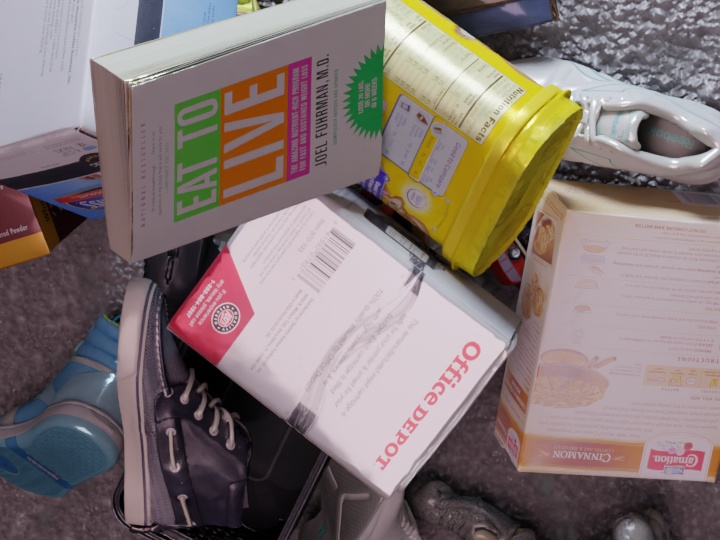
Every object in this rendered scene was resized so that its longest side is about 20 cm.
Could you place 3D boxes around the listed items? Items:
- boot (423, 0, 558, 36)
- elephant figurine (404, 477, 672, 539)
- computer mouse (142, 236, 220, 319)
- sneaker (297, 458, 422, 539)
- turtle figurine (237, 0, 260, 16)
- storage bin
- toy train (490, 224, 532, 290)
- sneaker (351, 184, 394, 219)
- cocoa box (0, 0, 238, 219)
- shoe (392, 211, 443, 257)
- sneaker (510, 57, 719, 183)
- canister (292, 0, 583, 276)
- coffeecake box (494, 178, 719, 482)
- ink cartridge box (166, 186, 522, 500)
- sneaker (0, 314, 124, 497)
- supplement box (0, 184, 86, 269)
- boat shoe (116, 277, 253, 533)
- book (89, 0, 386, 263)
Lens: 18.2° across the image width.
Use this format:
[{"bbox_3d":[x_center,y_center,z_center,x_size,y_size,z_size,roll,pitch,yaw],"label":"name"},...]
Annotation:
[{"bbox_3d":[0.044,-0.199,1.594,0.200,0.075,0.097,-15,101,15],"label":"boot"},{"bbox_3d":[0.137,0.247,1.704,0.200,0.155,0.142,-7,142,25],"label":"elephant figurine"},{"bbox_3d":[-0.135,-0.047,1.705,0.059,0.034,0.200,9,109,10],"label":"computer mouse"},{"bbox_3d":[0.009,0.186,1.694,0.080,0.070,0.200,-5,154,-17],"label":"sneaker"},{"bbox_3d":[-0.089,-0.182,1.593,0.064,0.200,0.161,4,87,-19],"label":"turtle figurine"},{"bbox_3d":[-0.088,0.121,1.717,0.135,0.094,0.200,27,112,3],"label":"storage bin"},{"bbox_3d":[0.115,-0.009,1.648,0.046,0.034,0.200,-36,104,-10],"label":"toy train"},{"bbox_3d":[-0.001,0.000,1.627,0.201,0.067,0.108,58,136,19],"label":"sneaker"},{"bbox_3d":[-0.172,-0.153,1.505,0.133,0.131,0.200,-11,67,39],"label":"cocoa box"},{"bbox_3d":[0.037,-0.024,1.670,0.070,0.053,0.200,9,108,42],"label":"shoe"},{"bbox_3d":[0.167,-0.108,1.580,0.200,0.080,0.070,11,94,8],"label":"sneaker"},{"bbox_3d":[0.036,-0.110,1.549,0.200,0.087,0.149,37,137,12],"label":"canister"},{"bbox_3d":[0.192,0.045,1.613,0.153,0.073,0.200,4,109,-14],"label":"coffeecake box"},{"bbox_3d":[-0.008,0.038,1.564,0.200,0.083,0.145,38,103,2],"label":"ink cartridge box"},{"bbox_3d":[-0.219,0.101,1.754,0.080,0.131,0.200,41,149,-22],"label":"sneaker"},{"bbox_3d":[-0.282,-0.113,1.626,0.133,0.200,0.197,-15,104,17],"label":"supplement box"},{"bbox_3d":[-0.124,0.099,1.637,0.093,0.075,0.200,2,116,5],"label":"boat shoe"},{"bbox_3d":[-0.074,-0.095,1.445,0.048,0.200,0.134,34,135,42],"label":"book"}]
